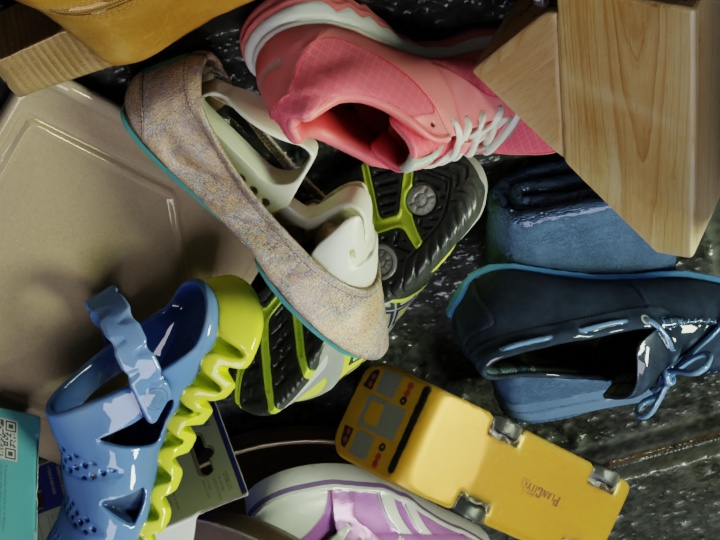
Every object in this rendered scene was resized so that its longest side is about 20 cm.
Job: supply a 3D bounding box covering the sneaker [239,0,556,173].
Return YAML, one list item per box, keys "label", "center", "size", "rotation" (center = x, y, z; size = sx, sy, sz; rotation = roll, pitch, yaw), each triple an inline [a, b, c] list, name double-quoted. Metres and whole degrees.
- label: "sneaker"
  center: [0.033, -0.077, 1.099]
  size: [0.199, 0.087, 0.074]
  rotation: [10, 137, -24]

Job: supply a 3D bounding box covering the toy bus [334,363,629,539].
- label: "toy bus"
  center: [0.080, 0.123, 1.335]
  size: [0.200, 0.078, 0.065]
  rotation: [28, 85, -45]

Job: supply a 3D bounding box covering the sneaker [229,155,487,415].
- label: "sneaker"
  center: [0.000, 0.000, 1.210]
  size: [0.200, 0.076, 0.076]
  rotation: [-43, 163, 28]

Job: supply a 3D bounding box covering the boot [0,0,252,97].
- label: "boot"
  center: [-0.132, -0.168, 0.976]
  size: [0.143, 0.071, 0.201]
  rotation: [-25, 142, 7]

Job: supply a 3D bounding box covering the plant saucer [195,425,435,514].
- label: "plant saucer"
  center: [-0.052, 0.157, 1.391]
  size: [0.199, 0.037, 0.201]
  rotation: [-7, 139, -6]

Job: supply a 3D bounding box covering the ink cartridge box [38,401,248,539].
- label: "ink cartridge box"
  center: [-0.165, 0.148, 1.280]
  size: [0.199, 0.095, 0.037]
  rotation: [-23, 129, -3]

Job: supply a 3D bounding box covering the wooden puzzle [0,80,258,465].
- label: "wooden puzzle"
  center: [-0.152, 0.006, 1.156]
  size: [0.185, 0.037, 0.200]
  rotation: [27, 104, -37]

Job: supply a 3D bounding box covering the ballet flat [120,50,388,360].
- label: "ballet flat"
  center: [-0.036, -0.034, 1.105]
  size: [0.067, 0.068, 0.200]
  rotation: [-34, 114, 28]

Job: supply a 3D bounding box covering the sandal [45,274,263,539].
- label: "sandal"
  center: [-0.132, 0.084, 1.147]
  size: [0.087, 0.079, 0.201]
  rotation: [19, 100, -32]

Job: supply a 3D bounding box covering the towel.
- label: "towel"
  center: [0.127, 0.011, 1.257]
  size: [0.111, 0.049, 0.201]
  rotation: [-10, 141, -3]

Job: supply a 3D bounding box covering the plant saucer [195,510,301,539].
- label: "plant saucer"
  center: [-0.053, 0.215, 1.336]
  size: [0.199, 0.032, 0.201]
  rotation: [24, 143, 20]

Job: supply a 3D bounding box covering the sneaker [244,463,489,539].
- label: "sneaker"
  center: [0.018, 0.193, 1.337]
  size: [0.200, 0.115, 0.073]
  rotation: [23, 131, -33]

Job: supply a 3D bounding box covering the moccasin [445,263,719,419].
- label: "moccasin"
  center: [0.144, 0.046, 1.210]
  size: [0.199, 0.068, 0.081]
  rotation: [1, 139, -15]

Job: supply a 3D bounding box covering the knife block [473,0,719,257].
- label: "knife block"
  center: [0.148, -0.120, 1.037]
  size: [0.200, 0.064, 0.175]
  rotation: [43, 138, -12]

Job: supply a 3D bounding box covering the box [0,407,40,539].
- label: "box"
  center: [-0.239, 0.152, 1.186]
  size: [0.049, 0.083, 0.200]
  rotation: [15, 144, -28]
